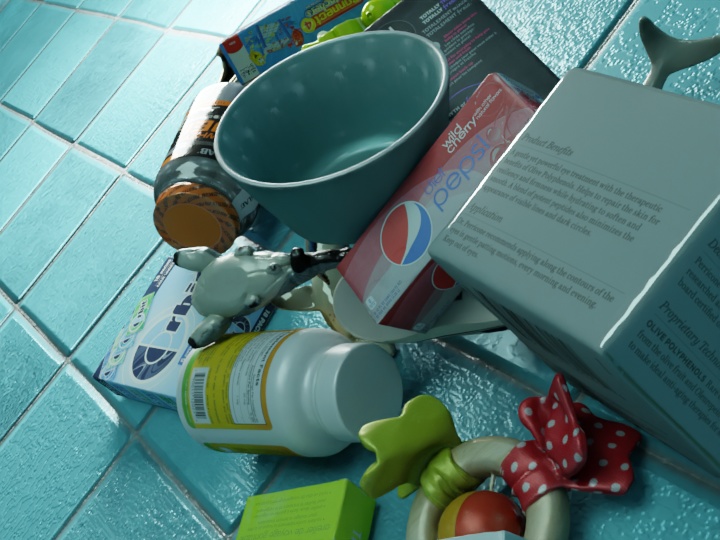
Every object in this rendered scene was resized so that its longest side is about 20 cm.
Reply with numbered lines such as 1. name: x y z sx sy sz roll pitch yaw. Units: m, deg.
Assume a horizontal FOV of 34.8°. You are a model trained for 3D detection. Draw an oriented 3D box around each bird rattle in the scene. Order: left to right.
1. bird rattle: 0.100 0.167 0.823 0.200 0.113 0.163 -3 65 31

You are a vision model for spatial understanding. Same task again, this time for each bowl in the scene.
1. bowl: -0.008 -0.098 0.946 0.200 0.105 0.201 -15 40 13

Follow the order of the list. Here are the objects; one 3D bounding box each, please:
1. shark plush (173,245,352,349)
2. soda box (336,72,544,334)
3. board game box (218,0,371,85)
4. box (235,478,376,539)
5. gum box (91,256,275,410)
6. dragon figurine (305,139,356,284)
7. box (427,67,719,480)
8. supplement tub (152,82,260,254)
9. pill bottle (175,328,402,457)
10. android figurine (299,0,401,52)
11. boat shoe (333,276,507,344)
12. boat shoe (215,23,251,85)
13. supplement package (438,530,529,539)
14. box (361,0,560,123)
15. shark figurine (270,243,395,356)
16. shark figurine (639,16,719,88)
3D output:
1. shark plush: -0.087 -0.002 1.038 0.200 0.083 0.091 -30 74 35
2. soda box: 0.073 -0.048 0.870 0.200 0.063 0.070 -52 52 20
3. board game box: -0.073 -0.303 1.399 0.195 0.056 0.200 -29 14 3
4. box: -0.062 0.270 0.908 0.122 0.048 0.200 -18 43 37
5. gum box: -0.189 0.067 1.259 0.200 0.045 0.170 4 58 51
6. dragon figurine: -0.018 -0.095 1.059 0.099 0.059 0.201 -13 70 17
7. box: 0.197 0.003 0.755 0.171 0.200 0.199 -52 33 -3
8. supplement tub: -0.166 -0.116 1.334 0.122 0.123 0.200 -24 35 31
9. pill bottle: -0.062 0.108 1.016 0.200 0.111 0.111 -6 51 45
10. android figurine: -0.028 -0.243 1.299 0.182 0.041 0.200 -34 -2 33
11. boat shoe: 0.077 0.028 0.954 0.200 0.093 0.075 -2 79 41
12. boat shoe: -0.160 -0.285 1.556 0.072 0.076 0.200 -30 37 25
13. supplement package: 0.052 0.274 0.685 0.155 0.111 0.201 -19 55 36
14. box: 0.099 -0.161 1.055 0.122 0.106 0.200 -37 55 4
15. shark figurine: -0.010 -0.017 1.111 0.128 0.090 0.215 0 72 20
16. shark figurine: 0.221 -0.101 0.955 0.214 0.128 0.089 -44 58 -16
